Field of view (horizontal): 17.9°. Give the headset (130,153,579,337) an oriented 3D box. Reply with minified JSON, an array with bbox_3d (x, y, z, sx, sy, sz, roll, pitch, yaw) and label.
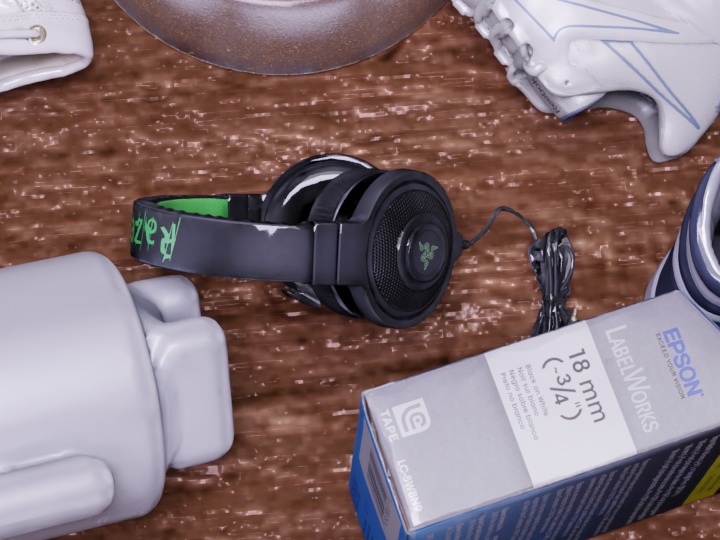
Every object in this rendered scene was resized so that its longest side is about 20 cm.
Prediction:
[{"bbox_3d":[0.000,0.000,0.978,0.199,0.123,0.094,0,98,-21],"label":"headset"}]

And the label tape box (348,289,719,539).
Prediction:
[{"bbox_3d":[0.099,0.067,0.940,0.199,0.144,0.063,-17,72,-8],"label":"label tape box"}]

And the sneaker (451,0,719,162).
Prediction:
[{"bbox_3d":[0.085,-0.120,1.022,0.200,0.075,0.087,27,82,-6],"label":"sneaker"}]

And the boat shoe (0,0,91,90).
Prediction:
[{"bbox_3d":[-0.213,-0.081,0.998,0.199,0.071,0.069,-24,72,-10],"label":"boat shoe"}]

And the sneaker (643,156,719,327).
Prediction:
[{"bbox_3d":[0.196,-0.054,0.999,0.070,0.109,0.200,31,74,6],"label":"sneaker"}]

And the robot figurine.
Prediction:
[{"bbox_3d":[-0.154,0.058,0.936,0.199,0.170,0.113,-11,115,-16],"label":"robot figurine"}]

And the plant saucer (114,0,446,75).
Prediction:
[{"bbox_3d":[-0.037,-0.190,1.071,0.199,0.032,0.201,1,73,-4],"label":"plant saucer"}]
